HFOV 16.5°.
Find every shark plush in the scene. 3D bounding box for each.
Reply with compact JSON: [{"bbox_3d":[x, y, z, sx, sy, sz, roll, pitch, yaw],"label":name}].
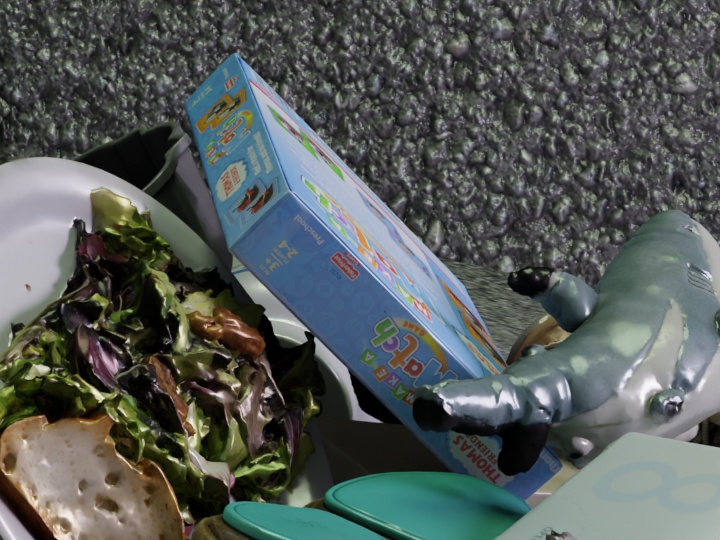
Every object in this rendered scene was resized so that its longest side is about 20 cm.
[{"bbox_3d":[0.080,0.033,0.917,0.200,0.083,0.091,-22,-15,-37],"label":"shark plush"}]

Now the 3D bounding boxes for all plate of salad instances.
[{"bbox_3d":[-0.065,0.047,0.837,0.048,0.200,0.200,-31,-18,29],"label":"plate of salad"}]

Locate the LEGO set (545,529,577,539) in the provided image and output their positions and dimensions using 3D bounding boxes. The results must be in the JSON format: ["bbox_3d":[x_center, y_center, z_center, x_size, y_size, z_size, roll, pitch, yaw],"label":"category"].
[{"bbox_3d":[0.112,0.126,0.569,0.154,0.116,0.200,7,6,-33],"label":"LEGO set"}]

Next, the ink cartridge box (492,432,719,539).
[{"bbox_3d":[0.126,0.113,0.762,0.200,0.047,0.160,6,24,38],"label":"ink cartridge box"}]

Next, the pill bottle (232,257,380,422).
[{"bbox_3d":[-0.041,0.048,1.209,0.112,0.113,0.200,10,13,1],"label":"pill bottle"}]

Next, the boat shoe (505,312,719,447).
[{"bbox_3d":[0.158,0.058,1.012,0.199,0.076,0.072,7,26,-5],"label":"boat shoe"}]

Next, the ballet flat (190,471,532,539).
[{"bbox_3d":[-0.002,0.110,0.817,0.068,0.072,0.200,23,9,21],"label":"ballet flat"}]

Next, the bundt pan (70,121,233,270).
[{"bbox_3d":[-0.140,0.023,1.103,0.202,0.076,0.202,-31,16,10],"label":"bundt pan"}]

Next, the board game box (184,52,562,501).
[{"bbox_3d":[0.000,0.000,0.980,0.151,0.037,0.200,45,6,-19],"label":"board game box"}]

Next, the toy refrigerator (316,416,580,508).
[{"bbox_3d":[0.069,0.111,1.007,0.200,0.070,0.076,7,13,-29],"label":"toy refrigerator"}]

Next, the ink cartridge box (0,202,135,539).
[{"bbox_3d":[-0.181,0.039,0.854,0.084,0.145,0.200,11,4,38],"label":"ink cartridge box"}]

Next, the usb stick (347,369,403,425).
[{"bbox_3d":[0.080,0.087,1.108,0.200,0.033,0.055,31,11,-22],"label":"usb stick"}]
